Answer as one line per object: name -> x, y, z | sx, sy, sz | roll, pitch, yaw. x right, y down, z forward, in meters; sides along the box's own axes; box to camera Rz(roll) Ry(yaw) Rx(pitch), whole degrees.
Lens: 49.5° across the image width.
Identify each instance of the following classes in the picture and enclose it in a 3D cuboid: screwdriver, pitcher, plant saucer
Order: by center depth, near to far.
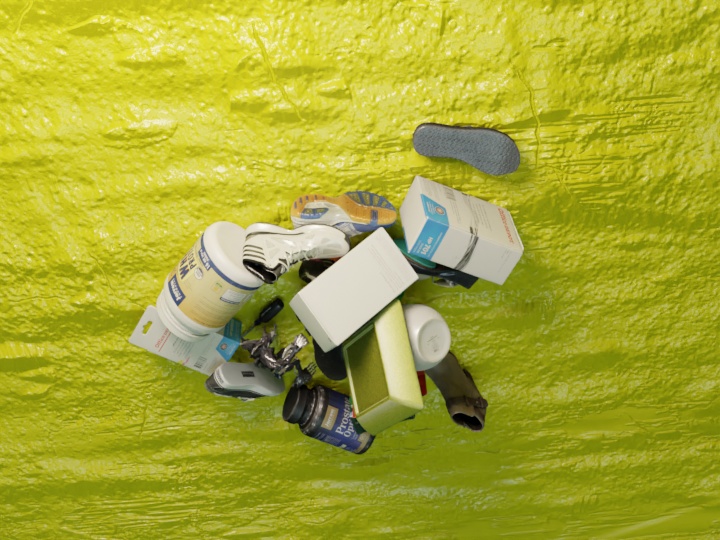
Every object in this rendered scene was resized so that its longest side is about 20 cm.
plant saucer -> 0.027, 0.181, 1.425 | 0.047, 0.205, 0.200 | 0, 157, -29
pitcher -> 0.102, 0.113, 1.504 | 0.170, 0.199, 0.124 | -31, 106, -26
screwdriver -> -0.228, 0.117, 1.612 | 0.198, 0.028, 0.029 | -35, 92, 28

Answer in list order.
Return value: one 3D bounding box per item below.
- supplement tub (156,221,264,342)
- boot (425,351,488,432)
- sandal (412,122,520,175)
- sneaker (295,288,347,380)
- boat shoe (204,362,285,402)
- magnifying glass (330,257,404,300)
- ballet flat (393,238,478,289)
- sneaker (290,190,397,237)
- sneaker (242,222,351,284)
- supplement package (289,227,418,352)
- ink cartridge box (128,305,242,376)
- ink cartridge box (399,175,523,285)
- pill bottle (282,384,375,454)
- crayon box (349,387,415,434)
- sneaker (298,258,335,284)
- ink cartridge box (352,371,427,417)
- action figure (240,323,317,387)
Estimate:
supplement tub -> -0.278, 0.024, 1.459 | 0.143, 0.146, 0.200 | 33, 118, -25
boot -> 0.191, 0.252, 1.657 | 0.197, 0.148, 0.070 | 28, 122, -22
sandal -> 0.190, -0.225, 1.381 | 0.195, 0.043, 0.078 | 15, 118, -2
sneaker -> -0.065, 0.120, 1.563 | 0.072, 0.089, 0.204 | -14, 109, 19
boat shoe -> -0.240, 0.239, 1.632 | 0.068, 0.075, 0.198 | -36, 156, 25
magnifying glass -> 0.000, 0.000, 1.513 | 0.198, 0.080, 0.022 | 32, 124, -13
ballet flat -> 0.140, -0.004, 1.517 | 0.195, 0.074, 0.074 | 13, 125, -16
sneaker -> -0.030, -0.092, 1.447 | 0.194, 0.076, 0.089 | 3, 137, 3
sneaker -> -0.116, -0.019, 1.392 | 0.195, 0.117, 0.077 | 2, 139, 2
supplement package -> -0.014, 0.037, 1.414 | 0.199, 0.117, 0.118 | -38, 90, -19
ink cartridge box -> -0.351, 0.124, 1.574 | 0.197, 0.069, 0.116 | 26, 122, -22
ink cartridge box -> 0.180, -0.074, 1.418 | 0.196, 0.148, 0.087 | 19, 122, -17
pill bottle -> -0.067, 0.319, 1.710 | 0.197, 0.113, 0.113 | 24, 122, -21
crayon box -> 0.041, 0.236, 1.607 | 0.123, 0.201, 0.052 | -18, 118, 9
sneaker -> -0.035, 0.044, 1.533 | 0.196, 0.081, 0.087 | 22, 124, -18
ink cartridge box -> 0.047, 0.192, 1.568 | 0.159, 0.201, 0.051 | -18, 117, 10
action figure -> -0.166, 0.161, 1.576 | 0.117, 0.103, 0.200 | 23, 166, 30
